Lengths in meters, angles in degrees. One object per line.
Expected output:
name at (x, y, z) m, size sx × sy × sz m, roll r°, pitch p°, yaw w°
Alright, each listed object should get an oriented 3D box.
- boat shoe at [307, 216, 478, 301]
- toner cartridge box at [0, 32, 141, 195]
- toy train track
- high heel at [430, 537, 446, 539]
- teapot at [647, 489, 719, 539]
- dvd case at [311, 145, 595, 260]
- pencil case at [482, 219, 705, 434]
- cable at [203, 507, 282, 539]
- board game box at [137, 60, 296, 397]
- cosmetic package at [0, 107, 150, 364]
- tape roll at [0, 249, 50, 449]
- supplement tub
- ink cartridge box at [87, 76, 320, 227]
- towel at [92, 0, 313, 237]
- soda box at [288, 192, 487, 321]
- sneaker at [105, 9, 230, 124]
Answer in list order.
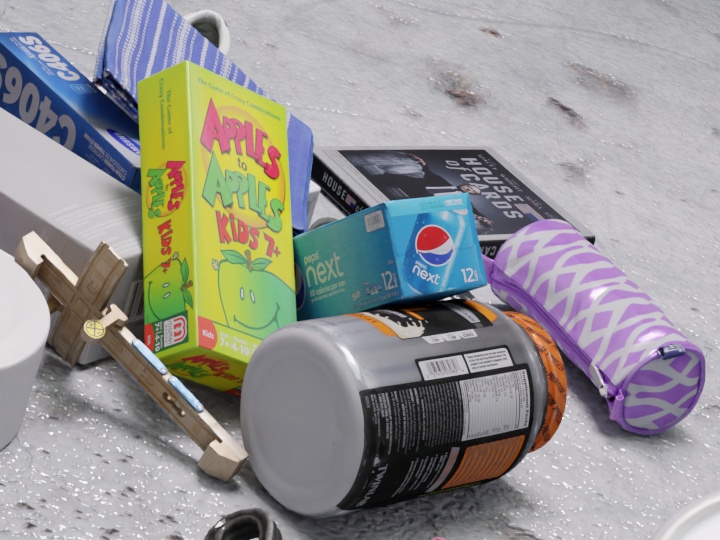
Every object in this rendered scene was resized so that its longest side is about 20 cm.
boat shoe at (0.042, 0.027, 1.776) m, size 0.199 × 0.075 × 0.066 m, roll 35°, pitch 25°, yaw 32°
toner cartridge box at (-0.208, -0.083, 1.790) m, size 0.043 × 0.095 × 0.200 m, roll -6°, pitch 35°, yaw -41°
toy train track at (-0.151, 0.058, 1.567) m, size 0.200 × 0.115 × 0.033 m, roll 45°, pitch 48°, yaw 10°
high heel at (-0.005, 0.214, 1.335) m, size 0.067 × 0.096 × 0.200 m, roll 29°, pitch 27°, yaw 20°
teapot at (0.242, 0.230, 1.441) m, size 0.196 × 0.146 × 0.201 m, roll -8°, pitch 50°, yaw 0°
dvd case at (0.071, -0.054, 2.018) m, size 0.199 × 0.025 × 0.150 m, roll -3°, pitch 34°, yaw -39°
pencil case at (0.170, 0.041, 1.838) m, size 0.085 × 0.084 × 0.200 m, roll -19°, pitch 38°, yaw -19°
cable at (-0.064, 0.174, 1.393) m, size 0.050 × 0.097 × 0.200 m, roll 56°, pitch 19°, yaw -23°
board game box at (-0.093, -0.026, 1.647) m, size 0.101 × 0.047 × 0.201 m, roll 22°, pitch 57°, yaw -47°
cosmetic package at (-0.218, -0.028, 1.687) m, size 0.200 × 0.090 × 0.107 m, roll 29°, pitch 26°, yaw 26°
tape roll at (-0.291, 0.036, 1.520) m, size 0.202 × 0.071 × 0.203 m, roll 16°, pitch 25°, yaw -7°
supplement tub at (0.031, 0.083, 1.596) m, size 0.200 × 0.123 × 0.122 m, roll -7°, pitch 36°, yaw -45°
ink cartridge box at (-0.138, -0.082, 1.893) m, size 0.200 × 0.051 × 0.109 m, roll 35°, pitch 29°, yaw 31°
towel at (-0.106, -0.118, 1.802) m, size 0.200 × 0.024 × 0.145 m, roll 42°, pitch 30°, yaw -25°
soda box at (0.000, 0.000, 1.668) m, size 0.068 × 0.064 × 0.200 m, roll -8°, pitch -5°, yaw -30°
sneaker at (-0.146, -0.145, 1.870) m, size 0.073 × 0.071 × 0.200 m, roll 19°, pitch 24°, yaw 0°
